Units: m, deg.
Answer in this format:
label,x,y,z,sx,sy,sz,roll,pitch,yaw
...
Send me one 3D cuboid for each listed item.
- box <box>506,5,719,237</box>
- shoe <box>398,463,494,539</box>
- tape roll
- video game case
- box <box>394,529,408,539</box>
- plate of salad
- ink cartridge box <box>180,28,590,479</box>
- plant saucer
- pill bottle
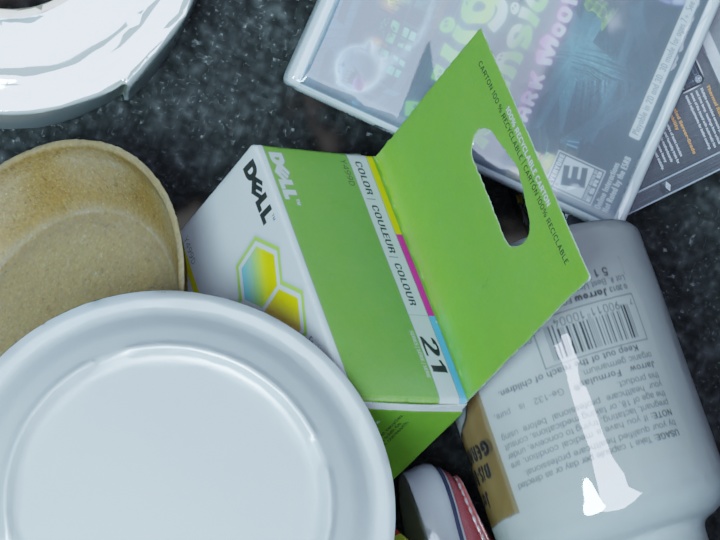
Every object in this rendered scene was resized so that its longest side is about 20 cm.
label,x,y,z,sx,sy,sz,roll,pitch,yaw
box,0.120,-0.132,1.391,0.158,0.048,0.200,-26,97,-7
shoe,0.089,0.180,1.374,0.091,0.071,0.201,-20,94,-8
tape roll,-0.171,-0.171,1.363,0.202,0.071,0.203,0,86,-6
video game case,0.084,-0.145,1.348,0.181,0.023,0.200,24,90,-9
box,-0.001,0.156,1.296,0.075,0.200,0.050,-35,99,-5
plate of salad,-0.085,0.106,1.208,0.200,0.048,0.201,2,70,-6
ink cartridge box,0.000,0.000,1.285,0.076,0.200,0.148,3,53,-37
plant saucer,-0.150,0.036,1.323,0.035,0.200,0.201,29,83,-46
pill bottle,0.110,0.087,1.317,0.114,0.114,0.200,-18,79,-6
